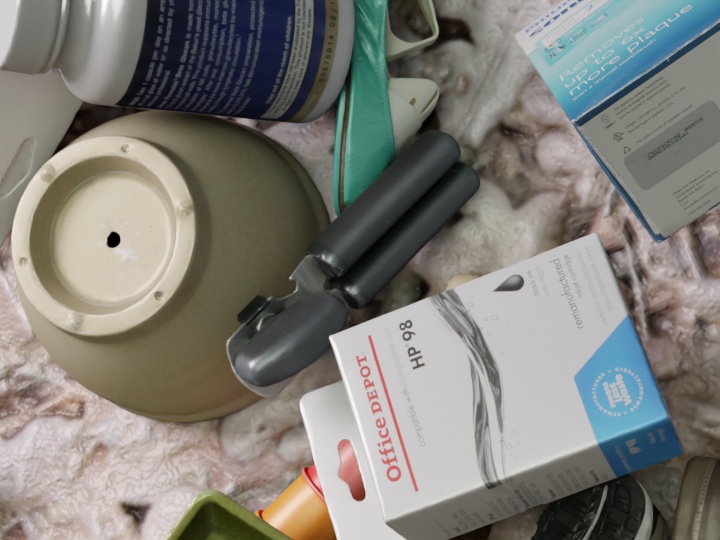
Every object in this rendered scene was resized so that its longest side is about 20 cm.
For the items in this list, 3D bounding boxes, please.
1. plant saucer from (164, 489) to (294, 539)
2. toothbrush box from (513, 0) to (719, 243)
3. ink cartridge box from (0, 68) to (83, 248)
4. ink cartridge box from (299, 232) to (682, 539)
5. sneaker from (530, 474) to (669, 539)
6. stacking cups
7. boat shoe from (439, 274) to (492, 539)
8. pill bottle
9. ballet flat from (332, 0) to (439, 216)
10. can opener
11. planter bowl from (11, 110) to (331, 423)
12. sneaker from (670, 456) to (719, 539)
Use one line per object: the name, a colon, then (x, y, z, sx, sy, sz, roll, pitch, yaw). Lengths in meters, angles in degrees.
plant saucer: (-0.067, 0.249, 0.940, 0.200, 0.048, 0.200, 35, 93, -13)
toothbrush box: (0.178, -0.116, 0.876, 0.146, 0.200, 0.085, -34, 108, 10)
ink cartridge box: (-0.285, -0.118, 1.043, 0.200, 0.084, 0.145, 39, 105, 36)
ink cartridge box: (0.060, 0.075, 0.884, 0.200, 0.067, 0.116, -22, 64, 8)
sneaker: (0.106, 0.207, 0.909, 0.200, 0.079, 0.074, -50, 46, 0)
stacking cups: (-0.062, 0.175, 0.983, 0.061, 0.061, 0.200, 43, 92, 19)
boat shoe: (0.052, 0.099, 0.953, 0.065, 0.072, 0.200, 14, 79, 23)
pill bottle: (-0.114, -0.149, 0.952, 0.200, 0.111, 0.111, 3, 79, -27)
ballet flat: (0.014, -0.130, 1.004, 0.070, 0.067, 0.200, -3, 82, 2)
can opener: (0.000, 0.000, 0.958, 0.200, 0.053, 0.066, -47, 36, -19)
planter bowl: (-0.130, -0.012, 0.991, 0.200, 0.135, 0.200, -3, 80, 16)
sneaker: (0.202, 0.205, 0.888, 0.076, 0.070, 0.200, 7, 84, 17)
